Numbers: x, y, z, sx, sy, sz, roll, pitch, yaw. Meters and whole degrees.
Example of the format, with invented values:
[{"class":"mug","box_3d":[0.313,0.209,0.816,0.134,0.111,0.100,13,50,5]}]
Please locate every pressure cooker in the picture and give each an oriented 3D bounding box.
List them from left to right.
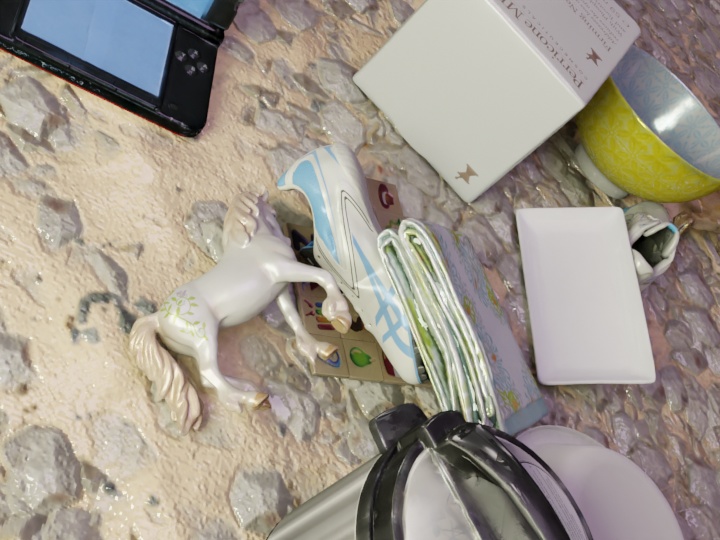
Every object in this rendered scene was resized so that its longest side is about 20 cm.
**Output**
[{"class":"pressure cooker","box_3d":[0.048,0.191,0.658,0.176,0.200,0.179,32,43,-19]}]

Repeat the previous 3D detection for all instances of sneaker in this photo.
[{"class":"sneaker","box_3d":[0.000,0.000,0.862,0.201,0.072,0.072,65,13,-1]},{"class":"sneaker","box_3d":[0.298,-0.026,1.131,0.075,0.087,0.200,45,39,-2]}]

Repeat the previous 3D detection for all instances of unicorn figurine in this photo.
[{"class":"unicorn figurine","box_3d":[-0.077,0.017,0.768,0.137,0.074,0.200,46,45,12]}]

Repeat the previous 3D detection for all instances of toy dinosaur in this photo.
[{"class":"toy dinosaur","box_3d":[0.434,-0.064,1.301,0.200,0.058,0.101,-27,79,-49]}]

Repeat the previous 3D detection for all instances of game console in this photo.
[{"class":"game console","box_3d":[-0.175,-0.228,0.833,0.199,0.119,0.173,24,47,-26]}]

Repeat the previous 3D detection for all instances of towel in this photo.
[{"class":"towel","box_3d":[0.084,0.046,0.851,0.172,0.048,0.200,69,15,9]}]

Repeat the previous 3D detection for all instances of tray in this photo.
[{"class":"tray","box_3d":[0.207,0.024,1.032,0.107,0.022,0.201,0,54,-1]}]

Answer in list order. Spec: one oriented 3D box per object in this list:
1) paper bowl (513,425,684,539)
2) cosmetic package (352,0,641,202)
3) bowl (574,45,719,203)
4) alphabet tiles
[{"class":"paper bowl","box_3d":[0.164,0.213,0.820,0.200,0.104,0.201,24,47,-29]},{"class":"cosmetic package","box_3d":[0.135,-0.207,1.057,0.167,0.166,0.200,46,42,-4]},{"class":"bowl","box_3d":[0.298,-0.140,1.190,0.200,0.108,0.201,28,37,-24]},{"class":"alphabet tiles","box_3d":[0.010,0.003,0.912,0.167,0.008,0.201,10,54,-36]}]
